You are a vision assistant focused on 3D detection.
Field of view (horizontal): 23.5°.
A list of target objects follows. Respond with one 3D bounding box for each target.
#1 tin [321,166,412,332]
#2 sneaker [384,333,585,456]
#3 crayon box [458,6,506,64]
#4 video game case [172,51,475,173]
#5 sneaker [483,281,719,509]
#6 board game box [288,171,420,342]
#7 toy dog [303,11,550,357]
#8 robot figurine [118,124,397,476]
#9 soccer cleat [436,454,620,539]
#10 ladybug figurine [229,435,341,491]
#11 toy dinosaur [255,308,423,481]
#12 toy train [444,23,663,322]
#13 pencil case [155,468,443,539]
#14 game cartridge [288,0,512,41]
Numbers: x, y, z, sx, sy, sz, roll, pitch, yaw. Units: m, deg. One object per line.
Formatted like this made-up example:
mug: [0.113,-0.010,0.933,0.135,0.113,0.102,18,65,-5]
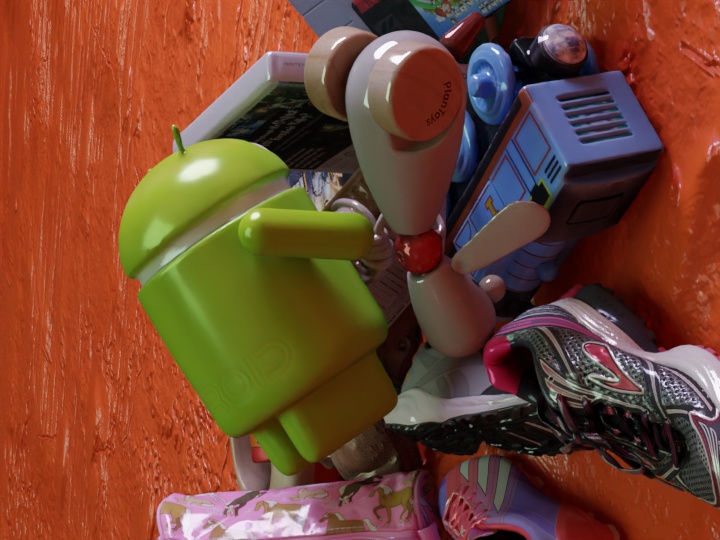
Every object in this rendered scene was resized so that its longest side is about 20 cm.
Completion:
tin: [0.000,0.000,1.127,0.200,0.112,0.042,-49,53,6]
sneaker: [0.081,0.070,1.073,0.199,0.073,0.080,-6,64,61]
crayon box: [0.054,-0.230,1.102,0.119,0.058,0.202,-123,37,-49]
video game case: [-0.008,-0.097,1.111,0.200,0.180,0.024,154,114,-65]
sneaker: [0.140,0.076,0.908,0.200,0.074,0.082,35,141,57]
board game box: [-0.011,-0.026,1.315,0.135,0.034,0.203,143,120,-63]
toy dog: [0.046,-0.060,0.944,0.132,0.096,0.201,43,156,36]
robot figurine: [-0.062,0.013,0.992,0.201,0.115,0.175,57,154,3]
soccer cleat: [0.084,0.159,1.066,0.200,0.076,0.068,-161,69,-65]
ladybug figurine: [-0.059,0.118,1.397,0.135,0.071,0.203,179,86,-65]
toy dinosaur: [0.012,0.120,1.230,0.086,0.134,0.201,-81,-24,-48]
toy train: [0.094,-0.051,1.009,0.115,0.086,0.201,66,150,27]
pencil case: [-0.038,0.183,1.181,0.087,0.197,0.083,-86,-15,-46]
game cartridge: [0.033,-0.198,1.017,0.199,0.038,0.130,-29,105,40]
